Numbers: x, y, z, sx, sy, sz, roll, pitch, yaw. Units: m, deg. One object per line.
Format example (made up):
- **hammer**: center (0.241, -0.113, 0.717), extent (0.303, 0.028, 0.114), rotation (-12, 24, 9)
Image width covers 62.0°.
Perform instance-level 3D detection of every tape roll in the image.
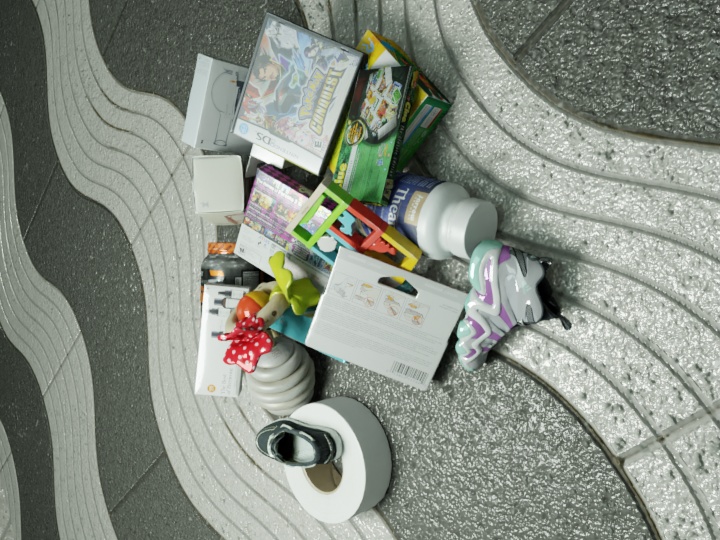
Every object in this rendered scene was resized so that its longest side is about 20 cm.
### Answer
- **tape roll**: center (-0.044, 0.322, 1.032), extent (0.202, 0.071, 0.203), rotation (2, 93, 42)

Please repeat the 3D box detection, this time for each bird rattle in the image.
- **bird rattle**: center (-0.164, 0.076, 1.000), extent (0.163, 0.113, 0.200), rotation (-2, 50, 57)

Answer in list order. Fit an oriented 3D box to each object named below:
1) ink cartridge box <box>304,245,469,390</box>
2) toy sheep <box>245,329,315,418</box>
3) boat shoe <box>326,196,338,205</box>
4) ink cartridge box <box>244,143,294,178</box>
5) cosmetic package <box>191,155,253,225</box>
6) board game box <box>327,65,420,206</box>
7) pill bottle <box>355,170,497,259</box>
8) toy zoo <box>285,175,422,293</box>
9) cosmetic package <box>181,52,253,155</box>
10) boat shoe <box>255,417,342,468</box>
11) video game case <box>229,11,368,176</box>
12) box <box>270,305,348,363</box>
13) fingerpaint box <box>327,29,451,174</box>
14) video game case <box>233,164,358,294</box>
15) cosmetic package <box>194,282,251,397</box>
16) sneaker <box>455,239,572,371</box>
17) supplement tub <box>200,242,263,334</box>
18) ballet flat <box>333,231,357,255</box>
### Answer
- **ink cartridge box**: center (0.037, 0.067, 0.889), extent (0.199, 0.045, 0.177), rotation (21, 114, 0)
- **toy sheep**: center (-0.146, 0.182, 1.076), extent (0.138, 0.138, 0.200), rotation (20, 141, 40)
- **boat shoe**: center (-0.077, -0.086, 1.063), extent (0.200, 0.057, 0.067), rotation (-27, 92, 35)
- **ink cartridge box**: center (-0.126, -0.249, 1.050), extent (0.068, 0.116, 0.201), rotation (24, 110, 10)
- **cosmetic package**: center (-0.251, -0.145, 1.120), extent (0.200, 0.087, 0.104), rotation (177, 91, -86)
- **board game box**: center (0.018, -0.195, 0.867), extent (0.105, 0.023, 0.201), rotation (12, 87, 38)
- **pill bottle**: center (0.091, -0.079, 0.869), extent (0.200, 0.111, 0.111), rotation (20, 105, 40)
- **toy zoo**: center (-0.001, -0.034, 0.861), extent (0.200, 0.020, 0.131), rotation (37, 141, -8)
- **cosmetic package**: center (-0.208, -0.286, 1.074), extent (0.052, 0.200, 0.151), rotation (32, 113, 37)
- **boat shoe**: center (-0.121, 0.292, 1.013), extent (0.200, 0.060, 0.076), rotation (-16, 81, 41)
- **video game case**: center (-0.103, -0.278, 0.954), extent (0.180, 0.025, 0.201), rotation (28, 110, 15)
- **box**: center (-0.066, 0.100, 1.037), extent (0.200, 0.082, 0.049), rotation (18, 102, 40)
- **fingerpaint box**: center (0.021, -0.242, 0.953), extent (0.200, 0.073, 0.167), rotation (-51, 60, 29)
- **video game case**: center (-0.111, -0.057, 1.033), extent (0.200, 0.036, 0.182), rotation (30, 124, 10)
- **cosmetic package**: center (-0.251, 0.126, 1.094), extent (0.051, 0.082, 0.201), rotation (-131, 47, -85)
- **sneaker**: center (0.207, 0.066, 0.796), extent (0.139, 0.078, 0.201), rotation (15, 123, 22)
- **supplement tub**: center (-0.252, 0.046, 1.177), extent (0.122, 0.122, 0.201), rotation (3, 93, 42)
- **ballet flat**: center (0.000, 0.000, 0.965), extent (0.067, 0.062, 0.201), rotation (-16, 120, 6)
